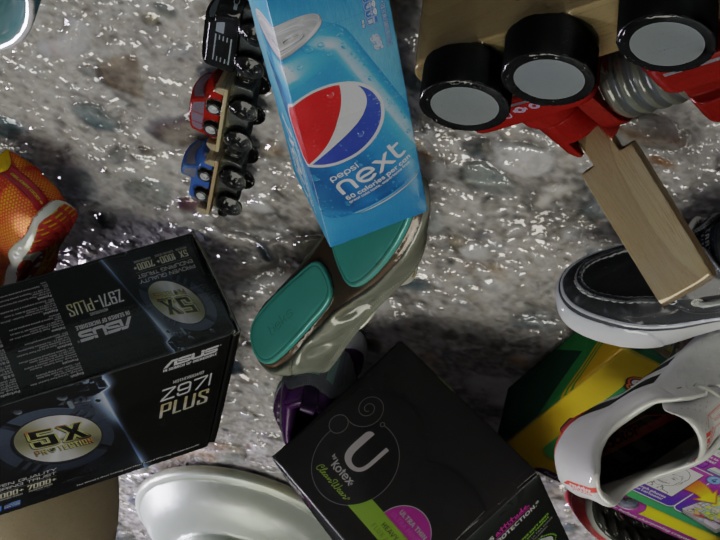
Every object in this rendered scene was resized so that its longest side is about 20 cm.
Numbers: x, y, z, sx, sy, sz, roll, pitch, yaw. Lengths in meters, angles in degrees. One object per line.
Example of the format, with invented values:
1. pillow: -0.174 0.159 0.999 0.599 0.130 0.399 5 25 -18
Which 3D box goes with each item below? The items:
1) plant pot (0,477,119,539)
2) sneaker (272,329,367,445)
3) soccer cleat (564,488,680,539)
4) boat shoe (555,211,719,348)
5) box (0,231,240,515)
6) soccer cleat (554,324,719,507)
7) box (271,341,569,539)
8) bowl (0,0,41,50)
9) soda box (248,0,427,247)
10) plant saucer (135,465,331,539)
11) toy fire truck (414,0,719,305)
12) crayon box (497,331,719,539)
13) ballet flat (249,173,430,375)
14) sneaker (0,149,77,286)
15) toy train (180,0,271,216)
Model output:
1. plant pot: -0.269 0.133 1.325 0.199 0.200 0.135 18 109 -1
2. sneaker: -0.037 0.115 1.259 0.074 0.088 0.201 11 145 9
3. soccer cleat: 0.240 0.204 1.291 0.199 0.069 0.073 31 171 -16
4. boat shoe: 0.206 -0.003 1.003 0.198 0.072 0.068 -2 144 21
5. box: -0.194 0.076 1.183 0.199 0.087 0.164 -16 152 -22
6. soccer cleat: 0.204 0.073 1.027 0.199 0.085 0.069 -32 103 -2
7. box: 0.052 0.175 1.202 0.148 0.124 0.200 43 169 34
8. bowl: -0.213 -0.213 0.836 0.200 0.105 0.201 26 157 12
9. soda box: -0.015 -0.106 0.937 0.064 0.068 0.201 -21 142 -5
10. plant saucer: -0.103 0.239 1.495 0.198 0.051 0.201 12 146 8
11. toy fire truck: 0.145 -0.086 0.885 0.175 0.130 0.200 -14 147 37
12. crayon box: 0.218 0.106 1.163 0.199 0.059 0.173 26 144 -12
13. ballet flat: 0.000 0.000 1.108 0.063 0.068 0.200 4 144 -37
14. sneaker: -0.247 -0.022 1.193 0.077 0.073 0.200 47 144 3
15. toy train: -0.080 -0.095 1.030 0.045 0.034 0.201 19 145 3
